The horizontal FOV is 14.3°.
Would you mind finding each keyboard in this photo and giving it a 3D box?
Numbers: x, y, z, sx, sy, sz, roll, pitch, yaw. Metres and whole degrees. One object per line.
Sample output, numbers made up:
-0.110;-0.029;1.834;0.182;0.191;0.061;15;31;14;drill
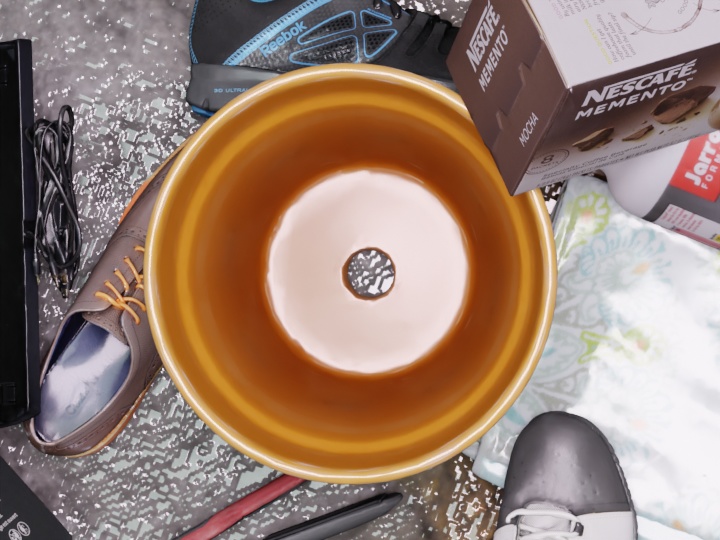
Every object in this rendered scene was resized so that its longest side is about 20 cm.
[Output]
-0.179;-0.019;1.500;0.104;0.040;0.201;0;92;42;keyboard

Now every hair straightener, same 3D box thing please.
-0.065;0.165;1.537;0.199;0.041;0.077;-29;89;3;hair straightener

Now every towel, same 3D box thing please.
0.167;0.060;1.521;0.199;0.048;0.172;23;92;2;towel

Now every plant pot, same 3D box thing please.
0.000;0.000;1.461;0.199;0.183;0.202;0;91;4;plant pot

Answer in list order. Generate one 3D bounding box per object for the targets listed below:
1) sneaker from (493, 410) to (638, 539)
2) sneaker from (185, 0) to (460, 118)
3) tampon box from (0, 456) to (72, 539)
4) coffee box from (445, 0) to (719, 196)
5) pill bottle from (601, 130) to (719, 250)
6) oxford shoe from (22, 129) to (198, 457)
0.095;0.170;1.460;0.074;0.088;0.201;1;84;18;sneaker
0.006;-0.121;1.515;0.199;0.073;0.082;0;89;2;sneaker
-0.284;0.128;1.482;0.200;0.126;0.150;48;121;1;tampon box
0.153;-0.118;1.343;0.199;0.113;0.080;-17;71;-20;coffee box
0.194;-0.067;1.458;0.199;0.116;0.116;21;92;-5;pill bottle
-0.113;0.013;1.522;0.071;0.073;0.201;29;92;3;oxford shoe
